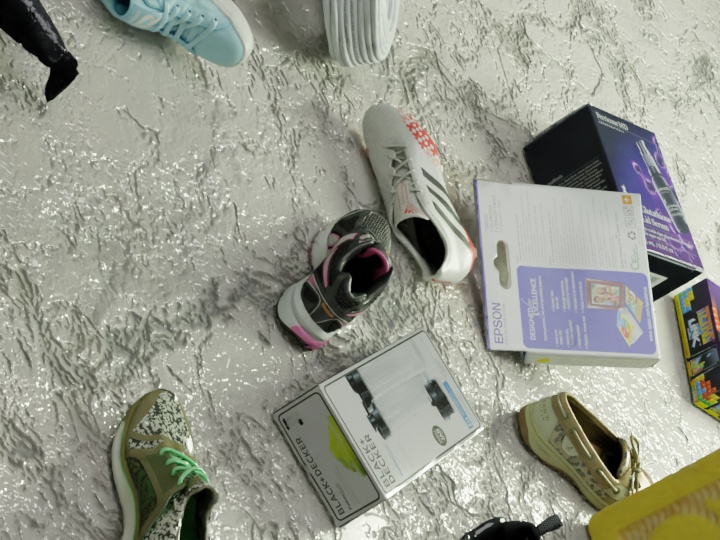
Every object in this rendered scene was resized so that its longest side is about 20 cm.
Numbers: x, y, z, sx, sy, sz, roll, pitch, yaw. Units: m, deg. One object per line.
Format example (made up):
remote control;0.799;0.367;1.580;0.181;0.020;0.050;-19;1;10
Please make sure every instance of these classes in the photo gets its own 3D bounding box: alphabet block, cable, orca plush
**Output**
alphabet block;0.379;0.306;1.840;0.199;0.195;0.197;13;51;-47
cable;0.001;-0.309;1.887;0.201;0.069;0.201;84;10;-53
orca plush;-0.309;-0.226;1.509;0.201;0.071;0.105;61;-13;-1

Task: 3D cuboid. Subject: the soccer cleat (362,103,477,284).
soccer cleat;0.052;-0.078;1.846;0.085;0.068;0.201;-17;81;-61

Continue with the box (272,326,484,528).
box;0.020;0.136;1.621;0.117;0.060;0.200;60;32;4

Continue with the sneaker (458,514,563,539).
sneaker;0.137;0.264;1.583;0.199;0.140;0.078;12;29;-50

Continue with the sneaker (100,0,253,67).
sneaker;-0.189;-0.239;1.663;0.200;0.074;0.082;37;45;-17

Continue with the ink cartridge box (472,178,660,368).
ink cartridge box;0.214;0.005;1.954;0.198;0.047;0.199;3;67;-14

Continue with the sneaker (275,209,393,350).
sneaker;0.000;0.000;1.687;0.080;0.086;0.200;49;32;-16

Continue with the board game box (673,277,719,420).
board game box;0.478;0.125;2.258;0.199;0.057;0.166;31;42;-36

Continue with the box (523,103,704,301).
box;0.294;-0.073;2.134;0.148;0.104;0.201;14;52;-47

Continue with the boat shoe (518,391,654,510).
boat shoe;0.246;0.191;1.878;0.200;0.063;0.074;34;38;-33

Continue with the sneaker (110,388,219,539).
sneaker;-0.132;0.169;1.359;0.077;0.088;0.201;29;41;-37
